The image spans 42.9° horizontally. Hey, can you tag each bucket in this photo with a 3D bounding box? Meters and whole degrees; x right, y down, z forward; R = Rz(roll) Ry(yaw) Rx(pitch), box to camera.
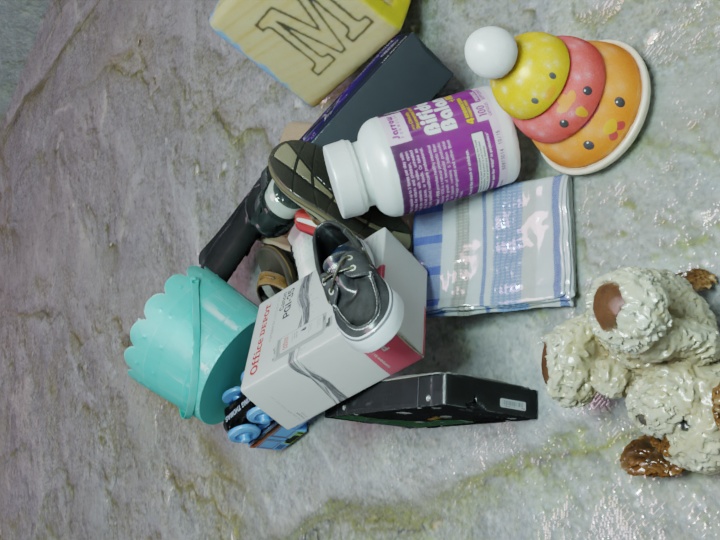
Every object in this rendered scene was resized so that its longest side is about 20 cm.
[{"bbox_3d":[-0.222,0.112,1.312,0.134,0.207,0.208,29,104,21],"label":"bucket"}]

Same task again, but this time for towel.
[{"bbox_3d":[0.143,-0.024,1.011,0.199,0.024,0.148,-8,71,33],"label":"towel"}]

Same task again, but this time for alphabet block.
[{"bbox_3d":[-0.058,-0.388,1.260,0.200,0.196,0.196,-32,33,44],"label":"alphabet block"}]

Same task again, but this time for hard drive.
[{"bbox_3d":[0.073,0.144,0.998,0.200,0.139,0.038,-18,64,50],"label":"hard drive"}]

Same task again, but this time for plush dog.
[{"bbox_3d":[0.269,0.092,0.787,0.200,0.160,0.173,114,138,-62],"label":"plush dog"}]

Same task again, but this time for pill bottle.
[{"bbox_3d":[0.064,-0.124,1.003,0.112,0.199,0.113,163,90,-85],"label":"pill bottle"}]

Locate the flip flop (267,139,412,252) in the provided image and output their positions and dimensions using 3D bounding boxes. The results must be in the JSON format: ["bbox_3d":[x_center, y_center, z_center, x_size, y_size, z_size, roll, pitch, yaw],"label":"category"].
[{"bbox_3d":[-0.028,-0.073,1.066,0.081,0.200,0.058,-55,4,-35],"label":"flip flop"}]

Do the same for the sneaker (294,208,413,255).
[{"bbox_3d":[0.000,0.000,1.130,0.199,0.078,0.116,21,110,17],"label":"sneaker"}]

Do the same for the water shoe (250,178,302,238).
[{"bbox_3d":[-0.096,-0.113,1.240,0.079,0.071,0.200,-45,6,30],"label":"water shoe"}]

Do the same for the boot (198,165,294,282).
[{"bbox_3d":[-0.180,-0.042,1.373,0.200,0.066,0.165,-46,22,25],"label":"boot"}]

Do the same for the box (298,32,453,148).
[{"bbox_3d":[0.010,-0.198,1.153,0.200,0.079,0.141,-47,16,3],"label":"box"}]

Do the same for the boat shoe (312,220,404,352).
[{"bbox_3d":[-0.012,0.006,0.907,0.070,0.066,0.200,-38,28,13],"label":"boat shoe"}]

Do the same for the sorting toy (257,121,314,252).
[{"bbox_3d":[-0.085,-0.127,1.392,0.185,0.036,0.201,18,89,54],"label":"sorting toy"}]

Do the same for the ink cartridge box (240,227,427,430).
[{"bbox_3d":[-0.028,0.066,1.011,0.199,0.083,0.147,-31,31,27],"label":"ink cartridge box"}]

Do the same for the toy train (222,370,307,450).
[{"bbox_3d":[-0.107,0.174,1.249,0.200,0.114,0.087,-43,48,37],"label":"toy train"}]

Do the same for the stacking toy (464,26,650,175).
[{"bbox_3d":[0.178,-0.188,0.917,0.146,0.199,0.147,-22,62,48],"label":"stacking toy"}]

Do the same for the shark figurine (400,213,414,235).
[{"bbox_3d":[0.080,-0.148,1.145,0.128,0.089,0.215,29,114,19],"label":"shark figurine"}]

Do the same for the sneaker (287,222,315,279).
[{"bbox_3d":[-0.063,-0.015,1.271,0.079,0.074,0.201,1,70,19],"label":"sneaker"}]

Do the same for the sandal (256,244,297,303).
[{"bbox_3d":[-0.122,0.038,1.347,0.082,0.054,0.201,104,149,-46],"label":"sandal"}]
